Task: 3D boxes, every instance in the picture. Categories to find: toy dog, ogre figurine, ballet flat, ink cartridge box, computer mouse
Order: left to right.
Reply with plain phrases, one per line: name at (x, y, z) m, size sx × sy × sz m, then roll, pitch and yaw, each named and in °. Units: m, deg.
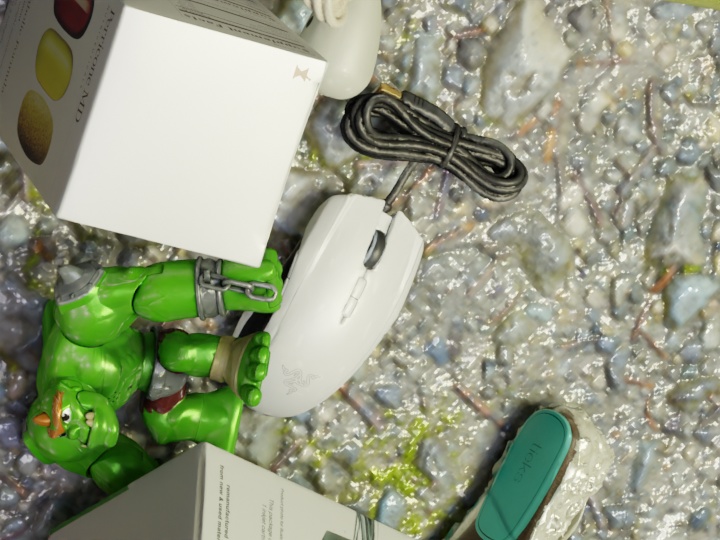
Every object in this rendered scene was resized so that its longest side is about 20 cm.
ogre figurine at (-0.117, 0.061, 1.545) m, size 0.119 × 0.200 × 0.099 m, roll 12°, pitch 61°, yaw -7°
ink cartridge box at (-0.055, 0.187, 1.572) m, size 0.200 × 0.083 × 0.146 m, roll 28°, pitch 138°, yaw -33°
toy dog at (-0.025, -0.200, 1.484) m, size 0.096 × 0.132 × 0.201 m, roll 10°, pitch 72°, yaw 18°
computer mouse at (0.000, 0.000, 1.587) m, size 0.109 × 0.044 × 0.201 m, roll 28°, pitch 97°, yaw -25°
ballet flat at (0.085, 0.171, 1.676) m, size 0.072 × 0.072 × 0.200 m, roll 34°, pitch 95°, yaw -26°

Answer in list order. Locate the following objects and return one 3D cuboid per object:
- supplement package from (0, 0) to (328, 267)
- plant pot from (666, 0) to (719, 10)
supplement package at (-0.109, -0.094, 1.439) m, size 0.109 × 0.200 × 0.114 m, roll 14°, pitch 103°, yaw -23°
plant pot at (0.225, -0.210, 1.534) m, size 0.183 × 0.200 × 0.201 m, roll 2°, pitch 108°, yaw -8°
